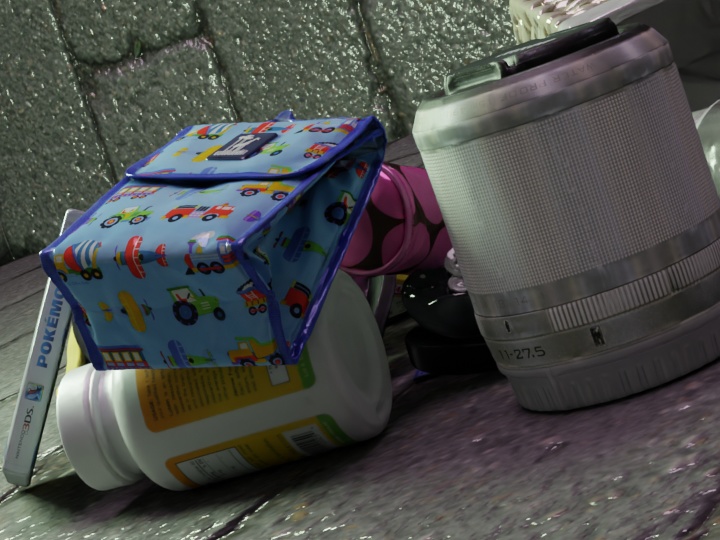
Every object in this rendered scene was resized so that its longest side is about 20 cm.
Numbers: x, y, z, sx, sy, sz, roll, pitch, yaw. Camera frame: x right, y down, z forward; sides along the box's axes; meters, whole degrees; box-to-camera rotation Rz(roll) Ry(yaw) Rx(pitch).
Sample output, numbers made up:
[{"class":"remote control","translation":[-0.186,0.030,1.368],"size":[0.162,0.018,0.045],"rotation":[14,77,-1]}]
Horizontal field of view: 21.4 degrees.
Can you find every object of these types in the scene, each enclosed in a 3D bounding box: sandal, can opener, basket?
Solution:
[{"class":"sandal","translation":[0.000,0.000,1.440],"size":[0.047,0.076,0.202],"rotation":[10,46,-6]},{"class":"can opener","translation":[0.124,0.014,1.257],"size":[0.198,0.079,0.064],"rotation":[-11,46,0]},{"class":"basket","translation":[0.224,-0.167,1.416],"size":[0.198,0.137,0.123],"rotation":[-23,28,-12]}]

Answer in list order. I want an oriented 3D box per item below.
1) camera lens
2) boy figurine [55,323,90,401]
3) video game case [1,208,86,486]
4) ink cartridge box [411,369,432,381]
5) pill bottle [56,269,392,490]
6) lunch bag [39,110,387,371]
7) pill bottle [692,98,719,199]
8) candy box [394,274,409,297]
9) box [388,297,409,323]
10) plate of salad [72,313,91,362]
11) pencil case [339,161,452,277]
[{"class":"camera lens","translation":[0.130,-0.037,1.129],"size":[0.159,0.202,0.160],"rotation":[-19,7,3]},{"class":"boy figurine","translation":[-0.201,0.073,1.500],"size":[0.064,0.125,0.201],"rotation":[3,-34,-13]},{"class":"video game case","translation":[-0.226,0.061,1.373],"size":[0.022,0.184,0.200],"rotation":[14,-10,-8]},{"class":"ink cartridge box","translation":[0.122,0.007,1.349],"size":[0.199,0.042,0.119],"rotation":[-30,7,15]},{"class":"pill bottle","translation":[-0.090,0.077,1.223],"size":[0.198,0.112,0.111],"rotation":[-17,8,19]},{"class":"lunch bag","translation":[-0.078,-0.035,1.190],"size":[0.149,0.095,0.201],"rotation":[-3,35,30]},{"class":"pill bottle","translation":[0.289,-0.070,1.285],"size":[0.113,0.115,0.200],"rotation":[-22,8,-22]},{"class":"candy box","translation":[-0.004,-0.027,1.523],"size":[0.199,0.103,0.026],"rotation":[7,-44,-38]},{"class":"box","translation":[0.075,-0.011,1.677],"size":[0.198,0.050,0.161],"rotation":[-22,10,-12]},{"class":"plate of salad","translation":[-0.100,0.051,1.314],"size":[0.198,0.200,0.048],"rotation":[-16,52,24]},{"class":"pencil case","translation":[0.032,-0.035,1.323],"size":[0.093,0.092,0.200],"rotation":[15,6,23]}]
